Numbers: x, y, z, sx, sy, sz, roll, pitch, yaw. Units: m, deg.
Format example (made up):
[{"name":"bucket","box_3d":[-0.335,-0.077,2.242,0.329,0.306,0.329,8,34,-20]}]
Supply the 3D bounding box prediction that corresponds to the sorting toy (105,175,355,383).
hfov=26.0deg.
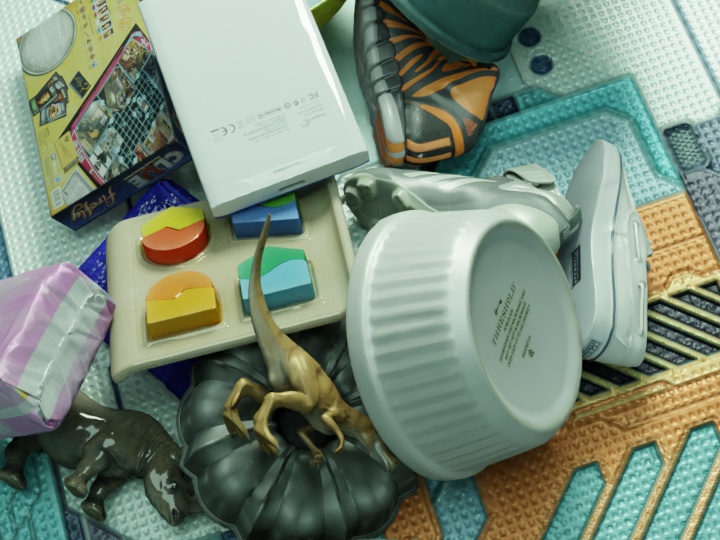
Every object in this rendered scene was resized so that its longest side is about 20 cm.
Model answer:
[{"name":"sorting toy","box_3d":[-0.105,-0.008,1.202,0.198,0.037,0.186,-18,38,2]}]

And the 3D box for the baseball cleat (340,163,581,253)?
[{"name":"baseball cleat","box_3d":[0.086,-0.053,1.282,0.199,0.070,0.106,20,42,29]}]

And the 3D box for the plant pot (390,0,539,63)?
[{"name":"plant pot","box_3d":[0.118,-0.310,1.282,0.196,0.199,0.201,-40,59,30]}]

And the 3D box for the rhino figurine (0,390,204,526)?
[{"name":"rhino figurine","box_3d":[-0.199,0.144,1.220,0.198,0.060,0.088,19,59,12]}]

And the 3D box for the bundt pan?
[{"name":"bundt pan","box_3d":[-0.039,0.113,1.179,0.200,0.076,0.204,2,73,-8]}]

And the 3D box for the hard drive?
[{"name":"hard drive","box_3d":[-0.088,-0.152,1.254,0.131,0.025,0.201,-20,67,-4]}]

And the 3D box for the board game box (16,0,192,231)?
[{"name":"board game box","box_3d":[-0.222,-0.152,1.347,0.135,0.035,0.201,-29,58,19]}]

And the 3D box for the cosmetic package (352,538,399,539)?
[{"name":"cosmetic package","box_3d":[-0.065,0.257,1.142,0.198,0.073,0.104,-2,64,6]}]

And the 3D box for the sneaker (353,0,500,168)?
[{"name":"sneaker","box_3d":[0.057,-0.176,1.346,0.111,0.078,0.202,-7,64,-9]}]

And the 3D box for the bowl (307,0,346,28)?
[{"name":"bowl","box_3d":[-0.086,-0.268,1.380,0.198,0.108,0.202,-3,63,5]}]

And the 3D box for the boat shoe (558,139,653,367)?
[{"name":"boat shoe","box_3d":[0.201,-0.012,1.251,0.065,0.074,0.202,19,60,-17]}]

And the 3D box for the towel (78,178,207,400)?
[{"name":"towel","box_3d":[-0.135,0.022,1.278,0.199,0.050,0.148,34,72,21]}]

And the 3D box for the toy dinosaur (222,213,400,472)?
[{"name":"toy dinosaur","box_3d":[-0.052,0.075,1.121,0.106,0.060,0.201,-42,100,-26]}]

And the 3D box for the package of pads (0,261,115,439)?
[{"name":"package of pads","box_3d":[-0.288,0.071,1.197,0.199,0.076,0.121,-13,39,40]}]

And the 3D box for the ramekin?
[{"name":"ramekin","box_3d":[0.085,0.048,1.145,0.094,0.202,0.204,-13,58,35]}]
